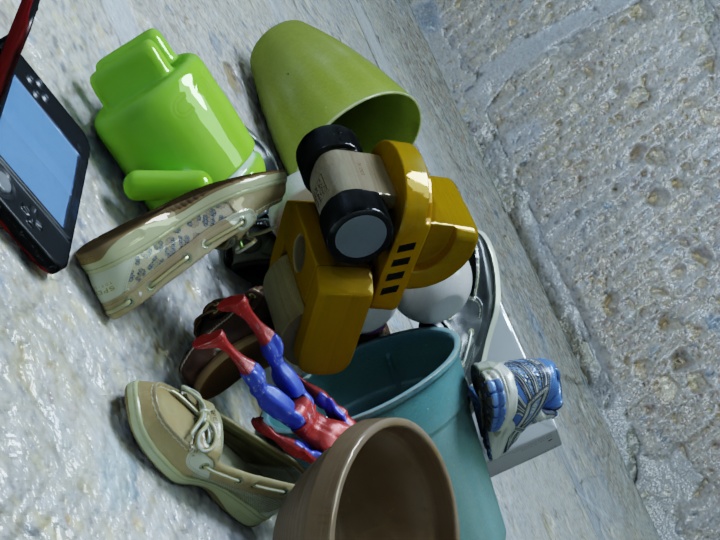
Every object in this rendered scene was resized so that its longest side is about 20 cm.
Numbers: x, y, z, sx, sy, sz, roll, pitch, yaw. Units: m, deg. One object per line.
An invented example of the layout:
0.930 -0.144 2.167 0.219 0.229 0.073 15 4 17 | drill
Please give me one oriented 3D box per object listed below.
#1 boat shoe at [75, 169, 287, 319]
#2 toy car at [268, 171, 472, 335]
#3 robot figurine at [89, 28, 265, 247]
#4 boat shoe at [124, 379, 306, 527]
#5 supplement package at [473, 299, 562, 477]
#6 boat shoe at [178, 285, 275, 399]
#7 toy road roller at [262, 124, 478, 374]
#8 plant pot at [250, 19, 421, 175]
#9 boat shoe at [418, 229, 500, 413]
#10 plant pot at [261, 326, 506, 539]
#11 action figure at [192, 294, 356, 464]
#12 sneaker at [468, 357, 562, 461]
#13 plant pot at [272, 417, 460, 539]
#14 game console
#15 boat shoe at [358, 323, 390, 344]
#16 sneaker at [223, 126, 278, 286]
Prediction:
-0.138 -0.028 1.141 0.073 0.199 0.063 -6 -71 57 | boat shoe
0.000 0.000 1.362 0.198 0.151 0.176 -7 49 -32 | toy car
-0.161 -0.113 1.263 0.201 0.115 0.176 57 8 -21 | robot figurine
-0.111 0.137 1.093 0.201 0.063 0.074 49 19 -43 | boat shoe
0.094 0.149 1.490 0.111 0.198 0.157 50 16 -72 | supplement package
-0.113 0.058 1.224 0.070 0.071 0.200 44 16 8 | boat shoe
0.010 -0.015 1.182 0.144 0.202 0.124 5 38 -22 | toy road roller
-0.054 -0.217 1.769 0.201 0.187 0.187 52 8 28 | plant pot
0.094 0.050 1.414 0.067 0.071 0.203 23 71 -43 | boat shoe
0.036 0.185 1.298 0.200 0.198 0.198 -67 135 -72 | plant pot
-0.058 0.108 1.143 0.200 0.051 0.066 50 47 -24 | action figure
0.151 0.127 1.314 0.200 0.084 0.078 84 -9 -76 | sneaker
-0.005 0.219 1.100 0.200 0.092 0.204 17 70 -56 | plant pot
-0.229 -0.131 1.052 0.173 0.118 0.201 53 17 -30 | game console
-0.018 0.023 1.497 0.068 0.072 0.201 10 35 -49 | boat shoe
-0.114 -0.065 1.423 0.114 0.075 0.202 -51 118 -81 | sneaker
